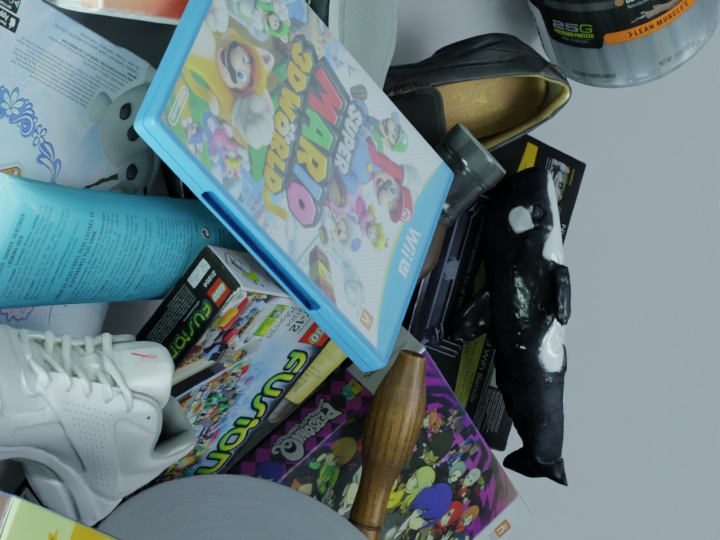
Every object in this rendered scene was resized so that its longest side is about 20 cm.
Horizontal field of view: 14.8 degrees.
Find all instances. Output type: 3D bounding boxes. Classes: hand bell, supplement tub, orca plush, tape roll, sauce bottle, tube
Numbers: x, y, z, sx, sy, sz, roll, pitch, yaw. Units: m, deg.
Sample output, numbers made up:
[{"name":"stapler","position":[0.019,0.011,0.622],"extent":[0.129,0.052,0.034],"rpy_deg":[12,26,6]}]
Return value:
[{"name":"hand bell","position":[0.005,0.143,1.612],"extent":[0.104,0.104,0.201],"rpy_deg":[3,106,-55]},{"name":"supplement tub","position":[0.150,-0.223,1.744],"extent":[0.123,0.122,0.200],"rpy_deg":[-53,139,-29]},{"name":"orca plush","position":[0.087,0.037,1.730],"extent":[0.071,0.105,0.201],"rpy_deg":[-5,119,-7]},{"name":"tape roll","position":[-0.067,0.209,1.461],"extent":[0.200,0.200,0.066],"rpy_deg":[-42,170,-39]},{"name":"sauce bottle","position":[0.000,0.000,1.589],"extent":[0.200,0.065,0.065],"rpy_deg":[-43,144,6]},{"name":"tube","position":[-0.129,-0.011,1.415],"extent":[0.200,0.050,0.078],"rpy_deg":[1,113,-55]}]

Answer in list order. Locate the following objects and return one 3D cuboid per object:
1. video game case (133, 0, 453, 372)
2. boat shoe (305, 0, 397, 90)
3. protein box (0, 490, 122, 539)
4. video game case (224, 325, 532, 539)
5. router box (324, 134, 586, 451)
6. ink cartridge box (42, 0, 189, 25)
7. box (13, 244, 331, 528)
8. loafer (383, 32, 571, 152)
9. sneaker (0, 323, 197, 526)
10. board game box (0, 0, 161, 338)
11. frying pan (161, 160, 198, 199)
[{"name":"video game case","position":[-0.030,-0.063,1.462],"extent":[0.200,0.018,0.144],"rpy_deg":[48,45,-31]},{"name":"boat shoe","position":[-0.020,-0.107,1.557],"extent":[0.076,0.060,0.201],"rpy_deg":[35,55,-55]},{"name":"protein box","position":[-0.201,0.168,1.315],"extent":[0.198,0.199,0.136],"rpy_deg":[33,75,-54]},{"name":"video game case","position":[0.000,0.151,1.688],"extent":[0.181,0.036,0.200],"rpy_deg":[-41,138,-8]},{"name":"router box","position":[0.062,0.004,1.761],"extent":[0.157,0.052,0.201],"rpy_deg":[22,84,-56]},{"name":"ink cartridge box","position":[-0.094,-0.229,1.440],"extent":[0.162,0.050,0.201],"rpy_deg":[-3,107,-64]},{"name":"box","position":[-0.099,0.076,1.491],"extent":[0.200,0.035,0.110],"rpy_deg":[-52,150,18]},{"name":"loafer","position":[0.032,-0.085,1.628],"extent":[0.199,0.072,0.073],"rpy_deg":[-28,114,-21]},{"name":"sneaker","position":[-0.145,0.053,1.357],"extent":[0.200,0.099,0.078],"rpy_deg":[44,21,-60]},{"name":"board game box","position":[-0.188,-0.036,1.399],"extent":[0.200,0.043,0.200],"rpy_deg":[29,77,-55]},{"name":"frying pan","position":[-0.069,-0.108,1.549],"extent":[0.115,0.031,0.191],"rpy_deg":[65,38,-56]}]
